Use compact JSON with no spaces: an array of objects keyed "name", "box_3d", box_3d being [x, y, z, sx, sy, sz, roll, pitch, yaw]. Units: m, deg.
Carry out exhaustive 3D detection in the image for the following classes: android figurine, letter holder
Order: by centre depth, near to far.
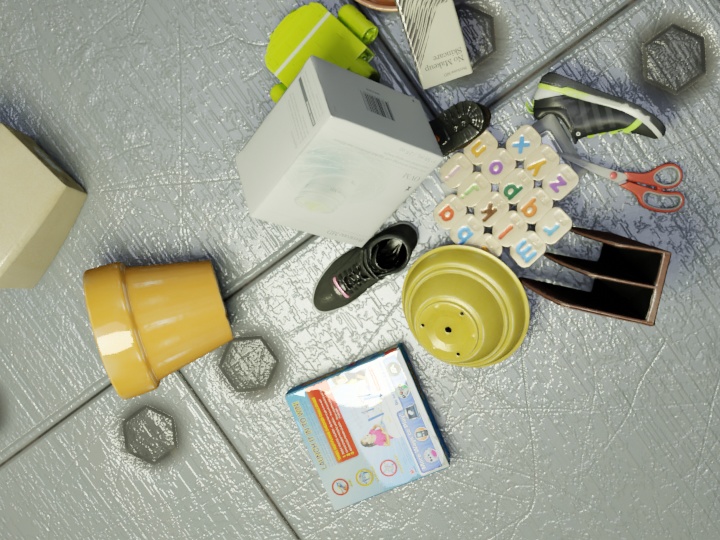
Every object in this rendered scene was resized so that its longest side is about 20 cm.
[{"name":"letter holder","box_3d":[0.312,-0.004,1.259,0.141,0.200,0.101,10,98,-8]},{"name":"android figurine","box_3d":[-0.061,-0.307,1.321,0.182,0.041,0.200,-48,62,8]}]

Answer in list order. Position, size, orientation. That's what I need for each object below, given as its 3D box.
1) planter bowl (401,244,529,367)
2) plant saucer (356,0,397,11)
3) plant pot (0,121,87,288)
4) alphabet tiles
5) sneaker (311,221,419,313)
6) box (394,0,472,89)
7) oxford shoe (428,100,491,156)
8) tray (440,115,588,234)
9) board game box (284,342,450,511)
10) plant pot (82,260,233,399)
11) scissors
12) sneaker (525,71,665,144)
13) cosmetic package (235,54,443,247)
[{"name":"planter bowl","box_3d":[0.139,0.071,1.322,0.199,0.083,0.202,10,116,22]},{"name":"plant saucer","box_3d":[0.048,-0.480,1.325,0.198,0.037,0.202,1,98,5]},{"name":"plant pot","box_3d":[-0.533,-0.105,1.361,0.200,0.200,0.177,44,88,-1]},{"name":"alphabet tiles","box_3d":[0.210,-0.106,1.322,0.196,0.015,0.200,-44,74,12]},{"name":"sneaker","box_3d":[0.000,0.000,1.357,0.200,0.099,0.071,-37,94,10]},{"name":"box","box_3d":[0.093,-0.368,1.286,0.082,0.068,0.201,-19,115,7]},{"name":"oxford shoe","box_3d":[0.106,-0.187,1.338,0.199,0.084,0.073,-19,91,28]},{"name":"tray","box_3d":[0.229,-0.137,1.355,0.199,0.022,0.108,-32,92,9]},{"name":"board game box","box_3d":[0.012,0.242,1.406,0.195,0.056,0.201,-22,94,9]},{"name":"plant pot","box_3d":[-0.294,0.069,1.361,0.182,0.200,0.202,-17,95,-7]},{"name":"scissors","box_3d":[0.381,-0.129,1.332,0.198,0.014,0.074,6,98,-3]},{"name":"sneaker","box_3d":[0.337,-0.218,1.314,0.199,0.072,0.083,24,103,10]},{"name":"cosmetic package","box_3d":[-0.032,-0.155,1.250,0.200,0.198,0.124,-46,47,34]}]
